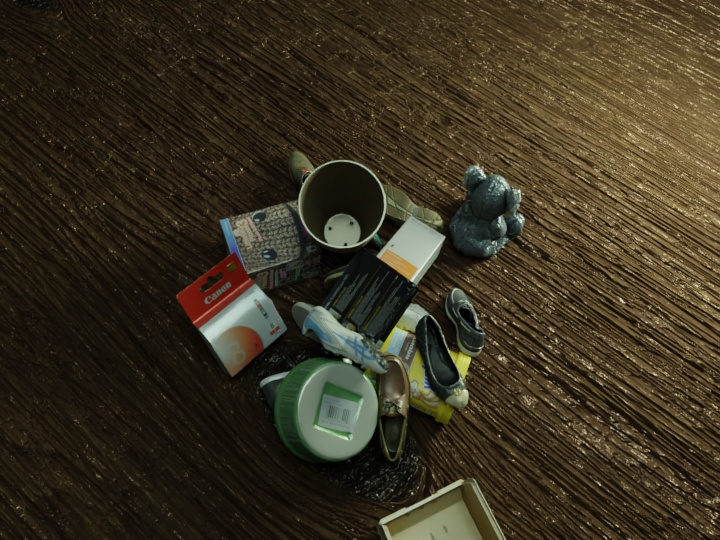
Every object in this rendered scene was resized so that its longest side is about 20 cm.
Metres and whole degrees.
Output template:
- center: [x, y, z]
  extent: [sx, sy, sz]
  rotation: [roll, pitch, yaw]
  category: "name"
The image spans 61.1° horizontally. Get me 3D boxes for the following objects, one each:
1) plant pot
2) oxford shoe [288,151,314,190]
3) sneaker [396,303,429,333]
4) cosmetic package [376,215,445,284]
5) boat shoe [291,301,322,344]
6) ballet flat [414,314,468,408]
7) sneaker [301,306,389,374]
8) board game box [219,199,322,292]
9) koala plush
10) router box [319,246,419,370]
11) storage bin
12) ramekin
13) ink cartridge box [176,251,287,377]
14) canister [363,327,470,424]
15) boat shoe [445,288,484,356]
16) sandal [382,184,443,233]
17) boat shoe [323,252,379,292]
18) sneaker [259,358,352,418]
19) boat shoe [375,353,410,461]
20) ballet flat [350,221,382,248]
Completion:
- center: [-0.040, -0.115, 1.354]
  extent: [0.182, 0.200, 0.193]
  rotation: [0, 77, -1]
  category: "plant pot"
- center: [-0.133, -0.237, 1.544]
  extent: [0.069, 0.075, 0.203]
  rotation: [-18, 62, -16]
  category: "oxford shoe"
- center: [0.089, 0.108, 1.368]
  extent: [0.198, 0.075, 0.087]
  rotation: [34, 68, 24]
  category: "sneaker"
- center: [0.102, -0.024, 1.376]
  extent: [0.100, 0.072, 0.201]
  rotation: [30, 47, 11]
  category: "cosmetic package"
- center: [-0.053, 0.119, 1.345]
  extent: [0.198, 0.076, 0.093]
  rotation: [34, 43, 15]
  category: "boat shoe"
- center: [0.159, 0.183, 1.225]
  extent: [0.065, 0.057, 0.203]
  rotation: [-17, 60, -13]
  category: "ballet flat"
- center: [-0.029, 0.146, 1.182]
  extent: [0.198, 0.072, 0.074]
  rotation: [32, 92, 24]
  category: "sneaker"
- center: [-0.206, -0.052, 1.407]
  extent: [0.195, 0.098, 0.162]
  rotation: [-17, 61, -17]
  category: "board game box"
- center: [0.306, -0.148, 1.466]
  extent: [0.176, 0.202, 0.184]
  rotation: [38, 61, 17]
  category: "koala plush"
- center: [0.007, 0.076, 1.254]
  extent: [0.148, 0.051, 0.202]
  rotation: [35, 87, 20]
  category: "router box"
- center: [0.155, 0.509, 1.103]
  extent: [0.196, 0.095, 0.201]
  rotation: [-19, 62, -17]
  category: "storage bin"
- center: [-0.060, 0.269, 1.176]
  extent: [0.195, 0.097, 0.206]
  rotation: [5, 79, -25]
  category: "ramekin"
- center: [-0.262, 0.090, 1.271]
  extent: [0.161, 0.203, 0.050]
  rotation: [-40, 27, -27]
  category: "ink cartridge box"
- center: [0.116, 0.214, 1.288]
  extent: [0.196, 0.087, 0.151]
  rotation: [22, 59, 9]
  category: "canister"
- center: [0.238, 0.099, 1.357]
  extent: [0.071, 0.064, 0.202]
  rotation: [10, 36, -12]
  category: "boat shoe"
- center: [0.115, -0.140, 1.532]
  extent: [0.196, 0.054, 0.082]
  rotation: [27, 63, -7]
  category: "sandal"
- center: [0.001, -0.001, 1.420]
  extent: [0.196, 0.073, 0.067]
  rotation: [-13, 54, -20]
  category: "boat shoe"
- center: [-0.101, 0.250, 1.253]
  extent: [0.195, 0.071, 0.101]
  rotation: [-16, 64, -11]
  category: "sneaker"
- center: [0.067, 0.269, 1.195]
  extent: [0.070, 0.068, 0.206]
  rotation: [-4, 94, 3]
  category: "boat shoe"
- center: [-0.014, -0.126, 1.501]
  extent: [0.072, 0.073, 0.203]
  rotation: [-20, 68, -18]
  category: "ballet flat"
